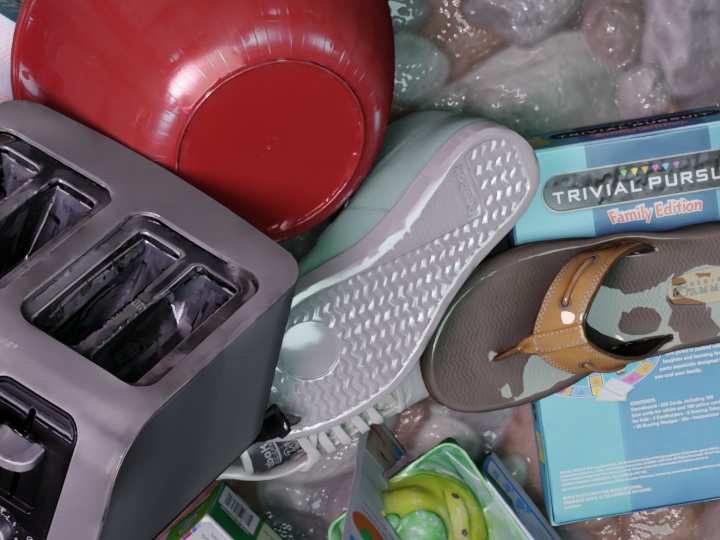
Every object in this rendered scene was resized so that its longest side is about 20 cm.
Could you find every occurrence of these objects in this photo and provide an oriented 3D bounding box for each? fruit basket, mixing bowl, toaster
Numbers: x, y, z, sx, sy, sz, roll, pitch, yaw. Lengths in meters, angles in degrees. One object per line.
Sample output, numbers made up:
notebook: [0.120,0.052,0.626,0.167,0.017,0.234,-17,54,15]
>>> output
fruit basket: [0.057,0.168,1.346,0.094,0.200,0.186,-37,100,6]
mixing bowl: [-0.061,-0.085,1.290,0.199,0.109,0.201,-11,126,-16]
toaster: [-0.138,0.035,1.205,0.180,0.200,0.119,31,130,15]

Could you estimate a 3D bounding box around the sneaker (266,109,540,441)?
sneaker: [0.001,0.000,1.349,0.200,0.118,0.074,-45,109,-2]

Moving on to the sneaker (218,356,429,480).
sneaker: [-0.021,0.065,1.370,0.199,0.081,0.077,-19,123,-3]

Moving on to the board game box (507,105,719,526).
board game box: [0.158,0.021,1.397,0.150,0.047,0.201,-8,101,-1]

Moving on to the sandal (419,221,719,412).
sandal: [0.127,0.024,1.344,0.199,0.055,0.082,-9,102,-1]

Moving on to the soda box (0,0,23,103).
soda box: [-0.237,-0.139,1.337,0.199,0.068,0.064,31,105,-8]

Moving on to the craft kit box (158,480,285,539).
craft kit box: [-0.073,0.242,1.411,0.200,0.049,0.197,44,115,-9]
